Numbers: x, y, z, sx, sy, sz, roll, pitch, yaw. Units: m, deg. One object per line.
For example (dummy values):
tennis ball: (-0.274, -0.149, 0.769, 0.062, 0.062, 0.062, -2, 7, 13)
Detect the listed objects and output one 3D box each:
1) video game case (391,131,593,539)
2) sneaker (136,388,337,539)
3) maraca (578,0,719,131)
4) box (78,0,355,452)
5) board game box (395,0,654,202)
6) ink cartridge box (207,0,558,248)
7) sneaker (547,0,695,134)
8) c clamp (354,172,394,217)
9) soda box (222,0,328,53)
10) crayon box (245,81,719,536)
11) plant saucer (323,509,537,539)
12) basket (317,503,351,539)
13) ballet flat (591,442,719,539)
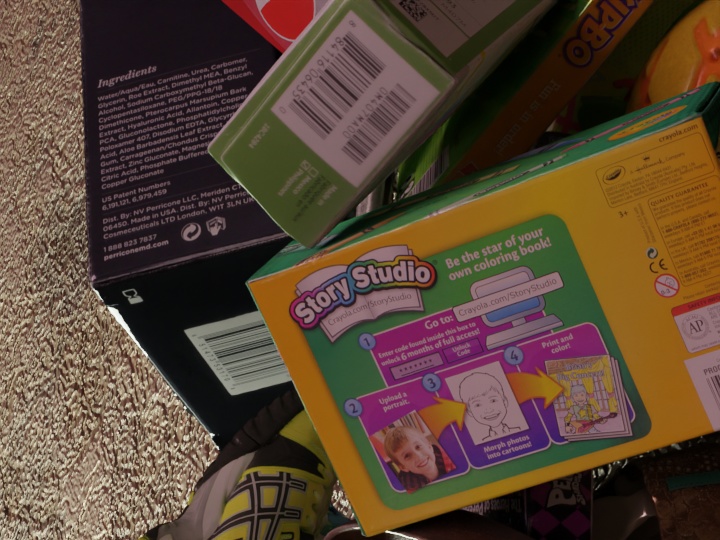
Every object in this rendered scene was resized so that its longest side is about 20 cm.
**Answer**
video game case: (0.056, 0.040, 0.927, 0.200, 0.036, 0.181, 157, 117, -70)
sneaker: (-0.048, 0.131, 0.916, 0.200, 0.076, 0.075, -49, -22, -38)
maraca: (0.158, -0.047, 0.825, 0.200, 0.107, 0.137, -32, 70, 52)
box: (-0.067, -0.037, 1.105, 0.117, 0.197, 0.200, -15, 56, 10)
board game box: (0.083, -0.097, 0.853, 0.200, 0.030, 0.096, -53, 11, 21)
ink cartridge box: (0.028, -0.098, 0.822, 0.104, 0.059, 0.200, -47, -1, 35)
sneaker: (0.124, -0.059, 0.934, 0.090, 0.078, 0.200, -109, 30, -42)
c clamp: (0.000, 0.000, 0.944, 0.200, 0.027, 0.171, 95, 179, -87)
soda box: (-0.035, -0.166, 1.018, 0.200, 0.070, 0.063, 43, 135, 23)
crayon box: (0.069, 0.018, 0.772, 0.200, 0.058, 0.119, -20, 101, 24)
plant saucer: (0.074, 0.164, 0.857, 0.034, 0.200, 0.200, -52, 20, -23)
basket: (-0.026, 0.219, 0.978, 0.139, 0.176, 0.200, -32, 36, 33)
ballet flat: (0.101, 0.137, 0.908, 0.200, 0.065, 0.071, -51, 45, 42)
